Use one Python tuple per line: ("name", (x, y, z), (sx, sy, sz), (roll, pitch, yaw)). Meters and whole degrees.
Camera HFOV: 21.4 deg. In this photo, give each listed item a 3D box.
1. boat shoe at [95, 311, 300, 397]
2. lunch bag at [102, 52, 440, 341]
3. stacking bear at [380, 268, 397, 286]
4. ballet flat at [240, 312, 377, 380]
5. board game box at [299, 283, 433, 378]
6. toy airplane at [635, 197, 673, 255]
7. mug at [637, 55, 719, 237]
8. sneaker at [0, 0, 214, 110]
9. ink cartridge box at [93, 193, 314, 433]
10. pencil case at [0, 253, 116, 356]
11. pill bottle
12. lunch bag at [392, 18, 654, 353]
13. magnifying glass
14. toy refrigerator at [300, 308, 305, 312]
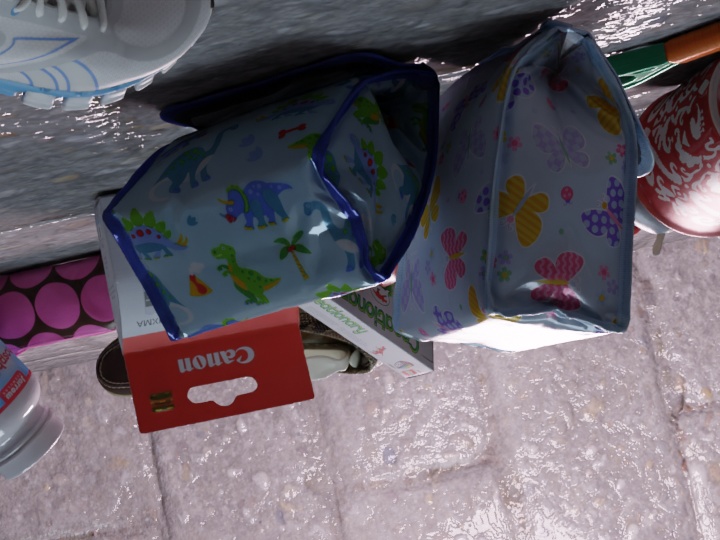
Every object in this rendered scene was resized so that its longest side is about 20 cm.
("boat shoe", (-0.155, 0.060, 1.697), (0.200, 0.072, 0.072), (-16, 165, 16))
("lunch bag", (-0.047, -0.065, 1.246), (0.170, 0.128, 0.200), (-14, -156, 27))
("stacking bear", (0.087, -0.077, 1.562), (0.200, 0.122, 0.114), (-21, -178, 4))
("ballet flat", (-0.079, 0.070, 1.752), (0.200, 0.068, 0.075), (2, -144, -3))
("board game box", (0.000, 0.000, 1.652), (0.035, 0.126, 0.200), (-16, 149, 29))
("toy airplane", (0.219, -0.050, 1.928), (0.199, 0.141, 0.200), (-10, 175, -7))
("mug", (0.325, -0.116, 1.542), (0.177, 0.134, 0.200), (-11, 171, -7))
("sneaker", (-0.145, -0.111, 0.781), (0.200, 0.075, 0.087), (-9, 169, -29))
("ink cartridge box", (-0.127, 0.024, 1.604), (0.160, 0.200, 0.047), (-10, 174, -17))
("pencil case", (-0.298, 0.036, 1.988), (0.200, 0.094, 0.091), (-12, 175, 12))
("pill bottle", (-0.399, 0.115, 1.937), (0.109, 0.200, 0.109), (-38, -163, 14))
("lunch bag", (0.108, -0.053, 1.265), (0.127, 0.200, 0.170), (7, 170, -20))
("magnifying glass", (0.215, -0.157, 1.411), (0.080, 0.022, 0.200), (-6, 175, -44))
("toy refrigerator", (-0.070, 0.015, 1.876), (0.200, 0.076, 0.070), (10, 160, 33))
